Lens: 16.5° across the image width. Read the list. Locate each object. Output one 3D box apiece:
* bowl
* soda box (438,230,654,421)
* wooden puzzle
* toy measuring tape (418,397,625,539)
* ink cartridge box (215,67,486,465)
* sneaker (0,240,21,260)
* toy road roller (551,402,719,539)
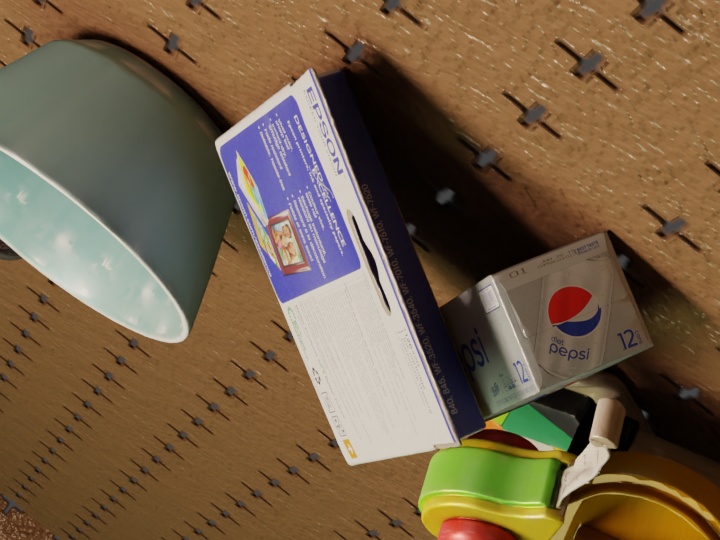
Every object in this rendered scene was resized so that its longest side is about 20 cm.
[{"bbox_3d":[-0.151,-0.059,1.457,0.201,0.105,0.201,35,162,13],"label":"bowl"},{"bbox_3d":[0.077,0.038,1.278,0.064,0.068,0.200,67,162,5],"label":"soda box"},{"bbox_3d":[0.117,0.105,1.460,0.185,0.037,0.200,17,153,49],"label":"wooden puzzle"},{"bbox_3d":[0.073,0.102,1.242,0.074,0.074,0.200,36,154,5],"label":"toy measuring tape"},{"bbox_3d":[0.000,0.000,1.278,0.198,0.047,0.200,69,160,1],"label":"ink cartridge box"},{"bbox_3d":[-0.299,-0.085,1.768,0.200,0.076,0.116,49,168,0],"label":"sneaker"},{"bbox_3d":[0.135,0.182,1.323,0.123,0.146,0.200,23,124,10],"label":"toy road roller"}]
